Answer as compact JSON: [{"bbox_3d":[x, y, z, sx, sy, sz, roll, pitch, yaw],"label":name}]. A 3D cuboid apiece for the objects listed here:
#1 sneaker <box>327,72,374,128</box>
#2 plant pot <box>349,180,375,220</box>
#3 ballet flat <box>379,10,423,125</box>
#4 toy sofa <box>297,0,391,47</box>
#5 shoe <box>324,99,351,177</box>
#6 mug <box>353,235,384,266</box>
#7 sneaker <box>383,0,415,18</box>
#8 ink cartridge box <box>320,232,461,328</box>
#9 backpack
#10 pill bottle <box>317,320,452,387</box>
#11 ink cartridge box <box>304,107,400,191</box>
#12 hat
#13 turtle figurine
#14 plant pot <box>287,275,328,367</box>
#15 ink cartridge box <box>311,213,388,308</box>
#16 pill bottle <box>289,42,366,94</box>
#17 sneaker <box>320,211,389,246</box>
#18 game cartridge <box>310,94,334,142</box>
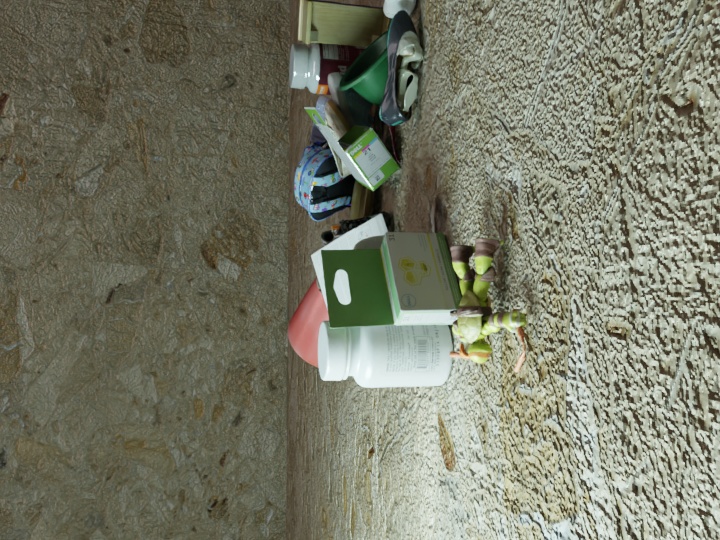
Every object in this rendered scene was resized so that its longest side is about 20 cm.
[{"bbox_3d":[-0.016,-0.382,1.316,0.075,0.081,0.200,62,-178,22],"label":"sneaker"},{"bbox_3d":[0.005,-0.159,1.402,0.200,0.027,0.205,-173,90,-80],"label":"plant pot"},{"bbox_3d":[0.082,-0.365,1.064,0.073,0.071,0.205,-145,63,-74],"label":"ballet flat"},{"bbox_3d":[-0.036,-0.533,1.270,0.098,0.195,0.085,-122,34,-56],"label":"toy sofa"},{"bbox_3d":[-0.047,-0.293,1.336,0.070,0.053,0.202,49,169,40],"label":"shoe"},{"bbox_3d":[0.064,0.051,1.053,0.132,0.176,0.204,21,120,36],"label":"mug"},{"bbox_3d":[0.062,-0.523,1.061,0.200,0.097,0.080,162,108,-76],"label":"sneaker"},{"bbox_3d":[0.045,0.012,0.892,0.048,0.195,0.148,109,157,-52],"label":"ink cartridge box"},{"bbox_3d":[-0.096,-0.226,1.472,0.199,0.133,0.186,-35,-38,-48],"label":"backpack"},{"bbox_3d":[0.036,0.124,0.926,0.114,0.195,0.117,-179,90,-76],"label":"pill bottle"},{"bbox_3d":[-0.020,-0.273,1.210,0.201,0.075,0.148,52,179,-21],"label":"ink cartridge box"},{"bbox_3d":[0.065,-0.362,1.205,0.201,0.176,0.166,-48,25,-2],"label":"hat"},{"bbox_3d":[0.144,0.048,0.756,0.200,0.063,0.166,144,125,-74],"label":"turtle figurine"},{"bbox_3d":[-0.062,0.103,1.413,0.203,0.196,0.179,-104,30,-46],"label":"plant pot"},{"bbox_3d":[0.000,0.000,1.219,0.198,0.047,0.163,-28,71,29],"label":"ink cartridge box"},{"bbox_3d":[-0.066,-0.474,1.389,0.114,0.195,0.117,-179,90,-77],"label":"pill bottle"},{"bbox_3d":[-0.014,-0.080,1.282,0.198,0.079,0.075,-25,32,43],"label":"sneaker"},{"bbox_3d":[-0.060,-0.361,1.500,0.200,0.127,0.039,123,171,-73],"label":"game cartridge"}]
